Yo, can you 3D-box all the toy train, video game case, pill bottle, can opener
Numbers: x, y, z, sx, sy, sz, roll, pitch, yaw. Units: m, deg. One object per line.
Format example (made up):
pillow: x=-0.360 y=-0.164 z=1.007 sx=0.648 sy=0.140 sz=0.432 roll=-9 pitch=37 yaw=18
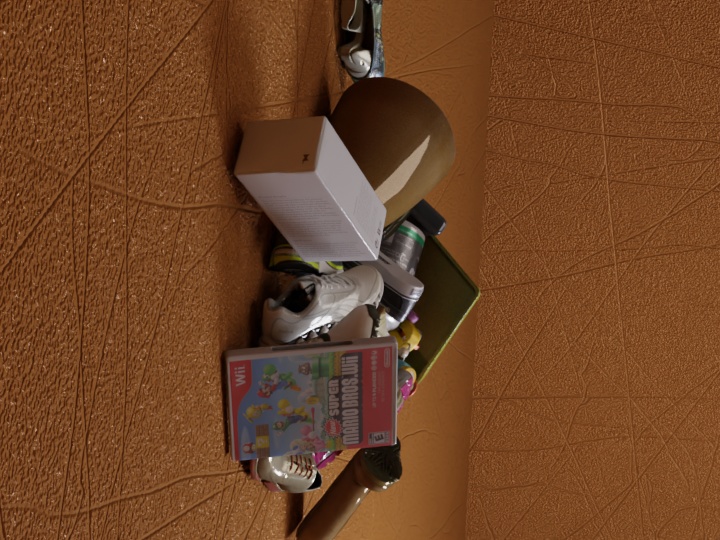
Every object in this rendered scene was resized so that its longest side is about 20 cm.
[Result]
toy train: x=0.037 y=0.139 z=2.003 sx=0.056 sy=0.149 sz=0.201 roll=39 pitch=38 yaw=-33
video game case: x=-0.055 y=0.150 z=1.511 sx=0.017 sy=0.198 sz=0.144 roll=-110 pitch=-162 yaw=-62
pill bottle: x=0.019 y=0.023 z=1.972 sx=0.113 sy=0.112 sz=0.202 roll=62 pitch=44 yaw=-69
can opener: x=0.043 y=-0.114 z=1.961 sx=0.067 sy=0.199 sz=0.053 roll=-57 pitch=-159 yaw=-10

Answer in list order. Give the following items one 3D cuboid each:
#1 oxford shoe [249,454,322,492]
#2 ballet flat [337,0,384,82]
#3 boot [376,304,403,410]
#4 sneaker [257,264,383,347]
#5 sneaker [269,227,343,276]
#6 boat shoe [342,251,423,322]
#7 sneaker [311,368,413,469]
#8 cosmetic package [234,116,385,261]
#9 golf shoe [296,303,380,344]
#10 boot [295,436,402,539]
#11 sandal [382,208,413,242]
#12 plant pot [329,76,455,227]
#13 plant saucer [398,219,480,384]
oxford shoe: x=-0.093 y=0.240 z=1.653 sx=0.200 sy=0.073 sz=0.072 roll=62 pitch=36 yaw=-70
ballet flat: x=-0.005 y=-0.339 z=1.850 sx=0.074 sy=0.073 sz=0.202 roll=-62 pitch=154 yaw=-60
boot: x=-0.033 y=0.150 z=1.665 sx=0.199 sy=0.072 sz=0.157 roll=-30 pitch=118 yaw=-34
sneaker: x=-0.046 y=0.037 z=1.615 sx=0.199 sy=0.075 sz=0.082 roll=-32 pitch=132 yaw=-37
sneaker: x=-0.064 y=-0.034 z=1.674 sx=0.200 sy=0.073 sz=0.082 roll=24 pitch=68 yaw=-80
boat shoe: x=0.000 y=0.000 z=1.779 sx=0.071 sy=0.199 sz=0.068 roll=4 pitch=118 yaw=-57
sneaker: x=-0.018 y=0.186 z=1.788 sx=0.199 sy=0.088 sz=0.082 roll=-31 pitch=154 yaw=-18
cosmetic package: x=-0.053 y=-0.089 z=1.485 sx=0.200 sy=0.100 sz=0.072 roll=54 pitch=41 yaw=-54
golf shoe: x=-0.055 y=0.113 z=1.543 sx=0.200 sy=0.088 sz=0.077 roll=-51 pitch=-157 yaw=5
boot: x=-0.020 y=0.329 z=1.838 sx=0.201 sy=0.066 sz=0.175 roll=-53 pitch=179 yaw=15
sandal: x=0.010 y=-0.061 z=1.900 sx=0.200 sy=0.055 sz=0.082 roll=-43 pitch=173 yaw=-4
plant pot: x=0.006 y=-0.131 z=1.768 sx=0.200 sy=0.185 sz=0.188 roll=-55 pitch=151 yaw=-41
plant saucer: x=0.097 y=0.044 z=2.049 sx=0.048 sy=0.200 sz=0.201 roll=4 pitch=128 yaw=-45
